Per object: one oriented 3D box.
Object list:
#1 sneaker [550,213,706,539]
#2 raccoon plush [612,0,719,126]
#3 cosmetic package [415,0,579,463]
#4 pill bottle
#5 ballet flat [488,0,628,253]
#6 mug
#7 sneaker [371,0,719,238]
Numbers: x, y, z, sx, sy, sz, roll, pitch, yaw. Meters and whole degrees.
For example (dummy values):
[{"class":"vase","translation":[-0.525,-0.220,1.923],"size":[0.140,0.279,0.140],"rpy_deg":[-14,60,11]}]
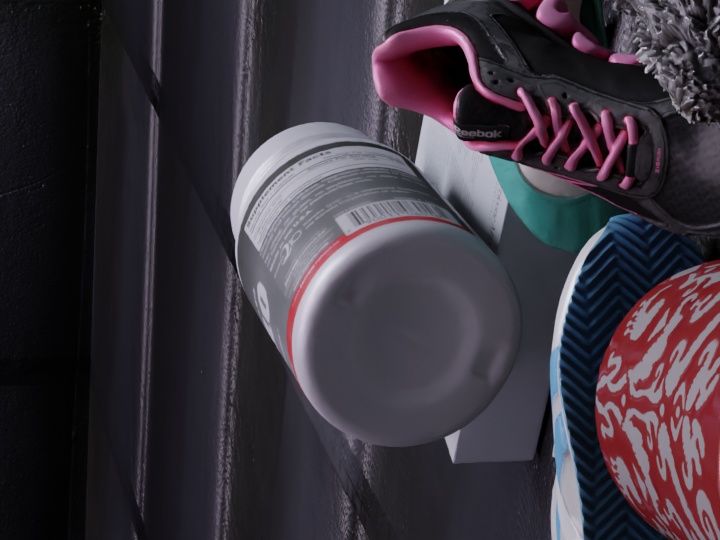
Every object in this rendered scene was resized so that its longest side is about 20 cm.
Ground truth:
[{"class":"sneaker","translation":[0.112,0.075,1.117],"size":[0.081,0.076,0.201],"rpy_deg":[-175,86,-79]},{"class":"raccoon plush","translation":[0.094,-0.137,0.981],"size":[0.097,0.200,0.134],"rpy_deg":[-50,32,26]},{"class":"cosmetic package","translation":[0.069,-0.022,1.354],"size":[0.151,0.051,0.200],"rpy_deg":[-104,19,-49]},{"class":"pill bottle","translation":[0.000,0.000,1.298],"size":[0.200,0.113,0.114],"rpy_deg":[-126,38,-66]},{"class":"ballet flat","translation":[0.084,-0.094,1.164],"size":[0.070,0.067,0.201],"rpy_deg":[-116,11,-73]},{"class":"mug","translation":[0.150,0.073,0.836],"size":[0.200,0.133,0.178],"rpy_deg":[-168,80,-80]},{"class":"sneaker","translation":[0.085,-0.061,1.062],"size":[0.200,0.095,0.079],"rpy_deg":[29,124,37]}]
